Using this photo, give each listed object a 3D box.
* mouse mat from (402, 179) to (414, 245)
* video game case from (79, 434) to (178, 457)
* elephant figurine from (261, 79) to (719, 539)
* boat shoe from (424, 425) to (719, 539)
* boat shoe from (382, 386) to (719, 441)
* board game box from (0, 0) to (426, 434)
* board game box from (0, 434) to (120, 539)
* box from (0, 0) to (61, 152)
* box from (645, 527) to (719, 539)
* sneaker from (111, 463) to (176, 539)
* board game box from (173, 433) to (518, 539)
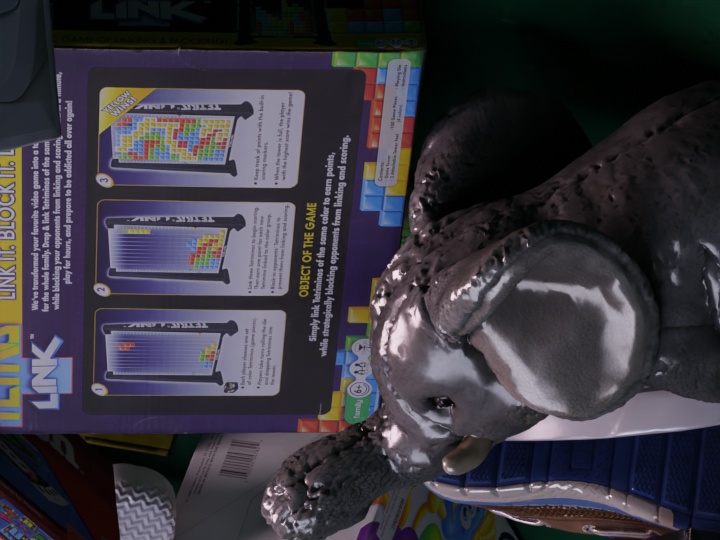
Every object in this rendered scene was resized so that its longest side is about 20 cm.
[{"bbox_3d":[0.000,0.000,1.243,0.199,0.008,0.161,13,151,14],"label":"mouse mat"},{"bbox_3d":[-0.209,0.040,1.323,0.199,0.026,0.180,14,180,39],"label":"video game case"},{"bbox_3d":[0.065,0.008,1.024,0.198,0.156,0.141,-5,174,-10],"label":"elephant figurine"},{"bbox_3d":[0.122,0.078,1.239,0.199,0.073,0.072,7,164,25],"label":"boat shoe"},{"bbox_3d":[0.076,0.038,1.185,0.199,0.057,0.069,-3,-178,24],"label":"boat shoe"},{"bbox_3d":[-0.067,-0.025,1.085,0.164,0.057,0.201,2,135,-6],"label":"board game box"},{"bbox_3d":[-0.169,0.047,1.157,0.019,0.103,0.200,-41,115,11],"label":"board game box"},{"bbox_3d":[-0.205,-0.126,0.972,0.199,0.096,0.178,5,104,36],"label":"box"},{"bbox_3d":[0.177,0.149,1.248,0.158,0.046,0.200,8,167,-11],"label":"box"},{"bbox_3d":[-0.153,0.104,1.337,0.075,0.116,0.200,14,146,-32],"label":"sneaker"},{"bbox_3d":[0.003,0.141,1.382,0.102,0.105,0.200,5,148,27],"label":"board game box"}]
